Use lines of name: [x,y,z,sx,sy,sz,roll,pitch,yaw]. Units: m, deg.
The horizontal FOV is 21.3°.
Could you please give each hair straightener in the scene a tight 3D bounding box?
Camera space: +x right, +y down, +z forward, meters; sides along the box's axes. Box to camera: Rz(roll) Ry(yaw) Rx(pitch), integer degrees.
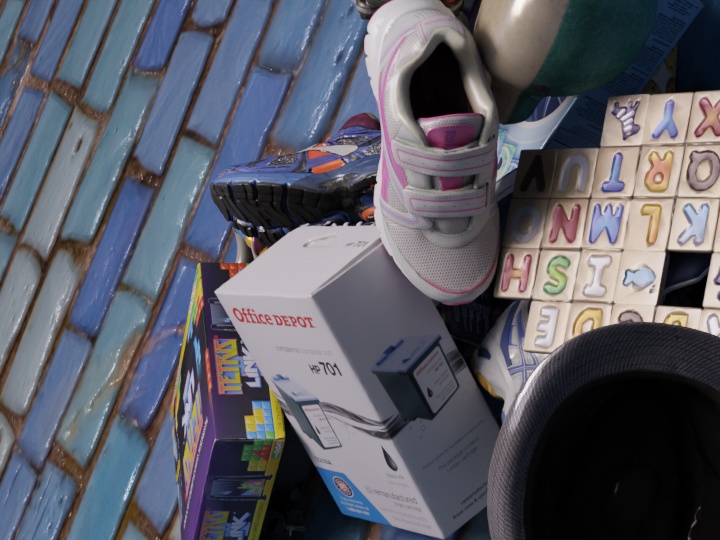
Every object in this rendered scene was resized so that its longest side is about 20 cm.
hair straightener: [-0.068,0.183,1.517,0.077,0.041,0.200,-100,28,-49]

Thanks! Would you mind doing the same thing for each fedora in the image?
fedora: [0.161,0.124,1.115,0.090,0.176,0.201,-69,-18,-84]

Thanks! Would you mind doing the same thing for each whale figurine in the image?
whale figurine: [0.130,-0.165,1.253,0.200,0.103,0.160,133,154,-78]

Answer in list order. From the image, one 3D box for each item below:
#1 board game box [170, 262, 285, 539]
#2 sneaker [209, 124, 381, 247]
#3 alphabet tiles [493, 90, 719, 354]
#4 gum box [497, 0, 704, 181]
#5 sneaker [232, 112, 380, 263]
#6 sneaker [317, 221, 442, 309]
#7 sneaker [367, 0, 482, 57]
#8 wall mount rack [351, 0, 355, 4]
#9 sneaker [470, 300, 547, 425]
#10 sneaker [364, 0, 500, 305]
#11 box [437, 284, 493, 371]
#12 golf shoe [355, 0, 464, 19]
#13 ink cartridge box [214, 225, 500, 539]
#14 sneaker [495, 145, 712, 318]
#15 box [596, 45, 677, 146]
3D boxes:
board game box: [-0.107,0.119,1.484,0.200,0.056,0.166,106,162,-48]
sneaker: [-0.020,-0.069,1.470,0.199,0.076,0.079,-4,42,16]
alphabet tiles: [0.165,-0.028,1.176,0.199,0.008,0.168,2,78,46]
gum box: [0.137,-0.151,1.349,0.200,0.044,0.170,-55,32,22]
sneaker: [-0.049,-0.041,1.528,0.201,0.090,0.075,-66,27,5]
sneaker: [0.000,0.000,1.419,0.200,0.085,0.077,-32,45,45]
sneaker: [0.057,-0.173,1.382,0.089,0.080,0.201,80,-157,-49]
wall mount rack: [0.060,-0.307,1.626,0.174,0.075,0.200,-44,-3,-39]
sneaker: [0.135,0.070,1.253,0.088,0.075,0.200,-59,31,15]
sneaker: [0.048,-0.073,1.214,0.088,0.081,0.201,-140,37,-77]
box: [0.034,0.013,1.489,0.161,0.049,0.201,-43,37,41]
golf shoe: [0.071,-0.242,1.323,0.077,0.088,0.200,19,46,29]
ink cartridge box: [0.005,0.076,1.336,0.086,0.201,0.146,-38,19,-24]
sneaker: [0.154,-0.005,1.234,0.202,0.077,0.147,-20,53,31]
box: [0.193,-0.142,1.335,0.039,0.041,0.201,-27,48,50]
